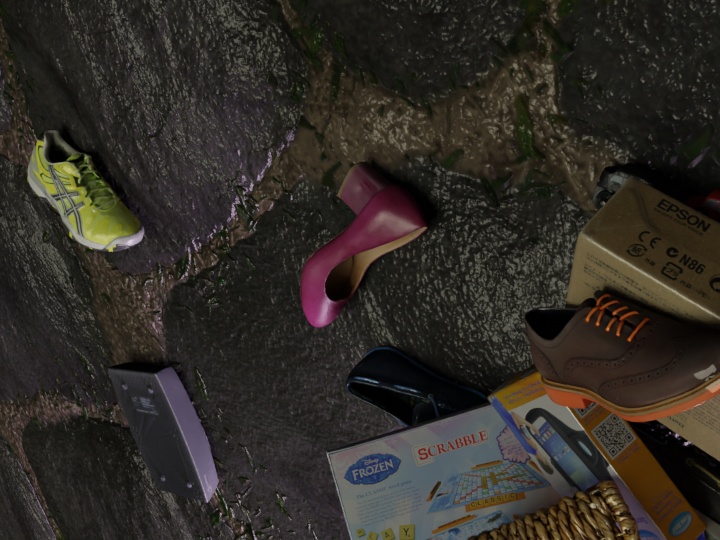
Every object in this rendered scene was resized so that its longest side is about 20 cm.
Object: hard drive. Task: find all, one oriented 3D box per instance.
[{"bbox_3d":[-0.269,0.219,1.462,0.134,0.042,0.201,0,114,46],"label":"hard drive"}]

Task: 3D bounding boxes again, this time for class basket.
[{"bbox_3d":[0.188,0.287,0.845,0.148,0.143,0.201,-27,67,16],"label":"basket"}]

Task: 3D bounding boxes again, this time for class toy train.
[{"bbox_3d":[0.261,-0.036,0.766,0.199,0.034,0.046,26,119,33],"label":"toy train"}]

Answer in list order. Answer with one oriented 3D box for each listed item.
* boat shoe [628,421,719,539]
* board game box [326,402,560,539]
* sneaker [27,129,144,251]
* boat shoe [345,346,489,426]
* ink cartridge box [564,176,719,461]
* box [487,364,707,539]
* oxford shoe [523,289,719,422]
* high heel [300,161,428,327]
[{"bbox_3d":[0.271,0.184,0.878,0.201,0.060,0.072,42,154,30],"label":"boat shoe"},{"bbox_3d":[0.089,0.233,0.961,0.041,0.199,0.201,123,132,-82],"label":"board game box"},{"bbox_3d":[-0.345,-0.097,1.308,0.200,0.075,0.077,37,137,20],"label":"sneaker"},{"bbox_3d":[0.070,0.151,1.052,0.199,0.069,0.085,22,129,34],"label":"boat shoe"},{"bbox_3d":[0.250,0.049,0.767,0.199,0.075,0.165,34,154,24],"label":"ink cartridge box"},{"bbox_3d":[0.196,0.164,0.869,0.201,0.041,0.119,55,158,6],"label":"box"},{"bbox_3d":[0.178,0.053,0.720,0.073,0.071,0.200,59,153,-11],"label":"oxford shoe"},{"bbox_3d":[0.000,0.000,1.021,0.096,0.067,0.201,45,137,30],"label":"high heel"}]
